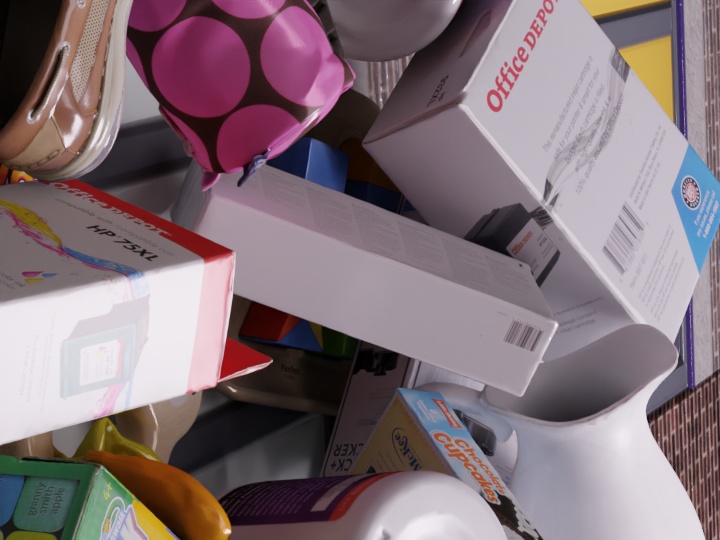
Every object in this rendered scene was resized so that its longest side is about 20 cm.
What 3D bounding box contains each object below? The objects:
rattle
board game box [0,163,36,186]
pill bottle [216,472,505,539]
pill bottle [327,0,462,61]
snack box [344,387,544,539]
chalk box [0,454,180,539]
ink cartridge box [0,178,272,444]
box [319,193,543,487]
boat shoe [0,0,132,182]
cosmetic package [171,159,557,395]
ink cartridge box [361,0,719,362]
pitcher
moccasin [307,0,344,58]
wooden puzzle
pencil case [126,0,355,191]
[{"bbox_3d":[-0.085,0.056,1.132,0.200,0.142,0.131,-31,101,-52],"label":"rattle"},{"bbox_3d":[-0.191,-0.105,1.017,0.200,0.034,0.136,55,45,-51],"label":"board game box"},{"bbox_3d":[-0.026,0.161,1.148,0.111,0.199,0.113,6,80,-39],"label":"pill bottle"},{"bbox_3d":[0.024,-0.207,1.335,0.200,0.110,0.112,-64,147,-61],"label":"pill bottle"},{"bbox_3d":[0.048,0.170,1.185,0.037,0.200,0.117,9,123,-39],"label":"snack box"},{"bbox_3d":[-0.155,0.159,1.006,0.200,0.123,0.126,53,46,-52],"label":"chalk box"},{"bbox_3d":[-0.137,0.012,0.984,0.199,0.116,0.068,-14,120,-49],"label":"ink cartridge box"},{"bbox_3d":[0.057,0.055,1.360,0.116,0.060,0.202,29,68,-36],"label":"box"},{"bbox_3d":[-0.138,-0.141,1.000,0.072,0.075,0.202,5,86,-62],"label":"boat shoe"},{"bbox_3d":[0.000,0.000,1.213,0.083,0.198,0.051,-104,-143,-65],"label":"cosmetic package"},{"bbox_3d":[0.111,-0.058,1.321,0.200,0.083,0.146,49,45,-21],"label":"ink cartridge box"},{"bbox_3d":[0.108,0.144,1.287,0.121,0.170,0.202,-78,159,-65],"label":"pitcher"},{"bbox_3d":[-0.063,-0.182,1.225,0.073,0.077,0.203,-14,86,-46],"label":"moccasin"},{"bbox_3d":[-0.024,-0.019,1.331,0.185,0.046,0.202,17,77,-65],"label":"wooden puzzle"},{"bbox_3d":[-0.092,-0.141,1.096,0.201,0.093,0.091,56,23,-10],"label":"pencil case"}]
